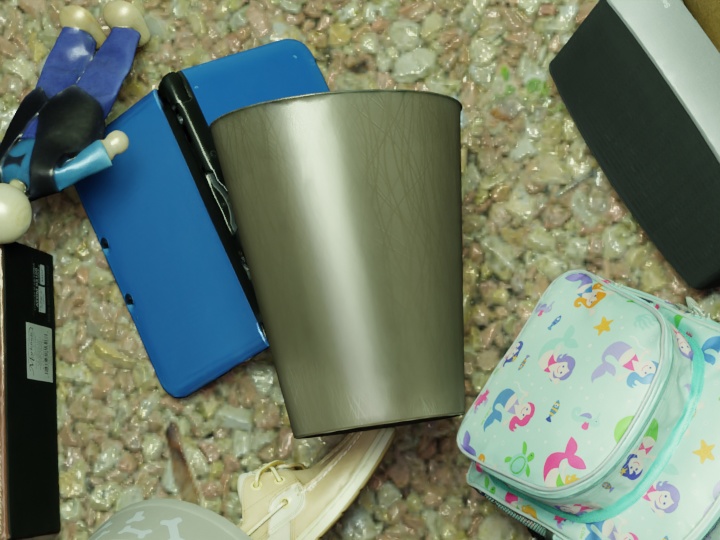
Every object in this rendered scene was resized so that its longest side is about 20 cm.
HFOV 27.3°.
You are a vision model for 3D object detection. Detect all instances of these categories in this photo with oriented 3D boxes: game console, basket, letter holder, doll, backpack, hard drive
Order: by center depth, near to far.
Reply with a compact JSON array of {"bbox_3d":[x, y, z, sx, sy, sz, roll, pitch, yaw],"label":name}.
[{"bbox_3d":[0.171,0.104,0.911,0.179,0.150,0.199,-56,40,-4],"label":"backpack"},{"bbox_3d":[0.000,0.000,0.952,0.178,0.135,0.203,-4,82,-35],"label":"basket"},{"bbox_3d":[0.204,-0.089,0.978,0.042,0.135,0.201,-27,80,-25],"label":"hard drive"},{"bbox_3d":[-0.215,-0.099,1.026,0.135,0.049,0.202,-1,52,25],"label":"doll"},{"bbox_3d":[-0.295,0.087,1.036,0.140,0.101,0.203,-4,83,8],"label":"letter holder"},{"bbox_3d":[-0.089,-0.038,1.066,0.169,0.118,0.202,-21,81,-28],"label":"game console"}]

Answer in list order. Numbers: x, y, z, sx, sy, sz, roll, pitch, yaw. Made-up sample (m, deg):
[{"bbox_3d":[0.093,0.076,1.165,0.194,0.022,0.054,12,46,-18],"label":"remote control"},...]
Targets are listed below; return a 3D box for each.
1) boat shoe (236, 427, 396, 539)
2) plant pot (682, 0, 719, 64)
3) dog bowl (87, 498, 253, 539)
[{"bbox_3d":[-0.060,0.166,1.011,0.069,0.074,0.200,43,91,3],"label":"boat shoe"},{"bbox_3d":[0.321,-0.107,0.961,0.184,0.186,0.203,-15,97,5],"label":"plant pot"},{"bbox_3d":[-0.131,0.256,0.978,0.198,0.058,0.203,5,100,28],"label":"dog bowl"}]
